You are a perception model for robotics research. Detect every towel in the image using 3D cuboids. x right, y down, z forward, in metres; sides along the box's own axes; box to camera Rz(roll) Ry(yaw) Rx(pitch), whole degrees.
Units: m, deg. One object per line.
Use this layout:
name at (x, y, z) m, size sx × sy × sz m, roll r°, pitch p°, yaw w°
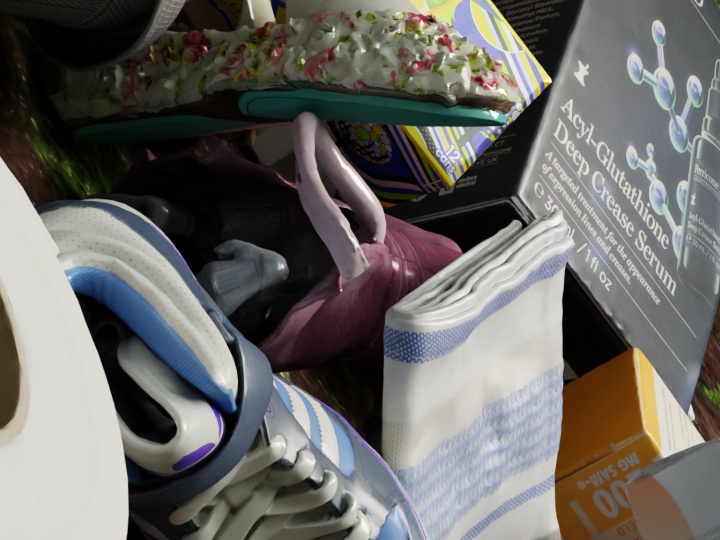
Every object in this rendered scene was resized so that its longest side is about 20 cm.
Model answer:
towel at (0.043, 0.089, 1.032) m, size 0.147 × 0.024 × 0.202 m, roll -30°, pitch 125°, yaw -61°

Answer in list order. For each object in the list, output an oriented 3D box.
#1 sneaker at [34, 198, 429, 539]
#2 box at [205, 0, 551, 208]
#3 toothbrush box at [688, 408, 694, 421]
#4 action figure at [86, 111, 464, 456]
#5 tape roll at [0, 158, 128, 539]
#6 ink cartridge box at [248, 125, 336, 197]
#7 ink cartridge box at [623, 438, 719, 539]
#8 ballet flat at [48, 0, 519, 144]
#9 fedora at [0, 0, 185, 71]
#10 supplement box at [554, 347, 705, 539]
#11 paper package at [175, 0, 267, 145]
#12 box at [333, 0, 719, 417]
sneaker at (-0.047, 0.065, 0.880) m, size 0.200 × 0.080 × 0.146 m, roll 52°, pitch 5°, yaw -6°
box at (-0.020, -0.123, 1.084) m, size 0.200 × 0.070 × 0.064 m, roll 51°, pitch -27°, yaw -11°
toothbrush box at (0.077, -0.013, 1.431) m, size 0.200 × 0.085 × 0.147 m, roll 50°, pitch 18°, yaw -32°
action figure at (0.000, 0.000, 1.059) m, size 0.199 × 0.149 × 0.135 m, roll 16°, pitch 47°, yaw -41°
tape roll at (-0.143, 0.014, 0.728) m, size 0.203 × 0.071 × 0.203 m, roll 53°, pitch 17°, yaw -24°
ink cartridge box at (-0.040, -0.124, 1.292) m, size 0.201 × 0.068 × 0.115 m, roll 58°, pitch 16°, yaw -11°
ink cartridge box at (0.179, 0.175, 1.070) m, size 0.162 × 0.050 × 0.201 m, roll 29°, pitch 41°, yaw -56°
ballet flat at (-0.033, -0.081, 1.021) m, size 0.075 × 0.199 × 0.064 m, roll 8°, pitch 83°, yaw -56°
fedora at (-0.123, -0.168, 0.996) m, size 0.090 × 0.177 × 0.202 m, roll -1°, pitch 76°, yaw -31°
supplement box at (0.116, 0.150, 1.196) m, size 0.200 × 0.126 × 0.074 m, roll 53°, pitch 17°, yaw -22°
paper package at (-0.027, -0.185, 1.173) m, size 0.191 × 0.199 × 0.103 m, roll 57°, pitch -12°, yaw -11°
box at (0.087, -0.047, 1.250) m, size 0.149 × 0.107 × 0.201 m, roll 49°, pitch 45°, yaw -34°
